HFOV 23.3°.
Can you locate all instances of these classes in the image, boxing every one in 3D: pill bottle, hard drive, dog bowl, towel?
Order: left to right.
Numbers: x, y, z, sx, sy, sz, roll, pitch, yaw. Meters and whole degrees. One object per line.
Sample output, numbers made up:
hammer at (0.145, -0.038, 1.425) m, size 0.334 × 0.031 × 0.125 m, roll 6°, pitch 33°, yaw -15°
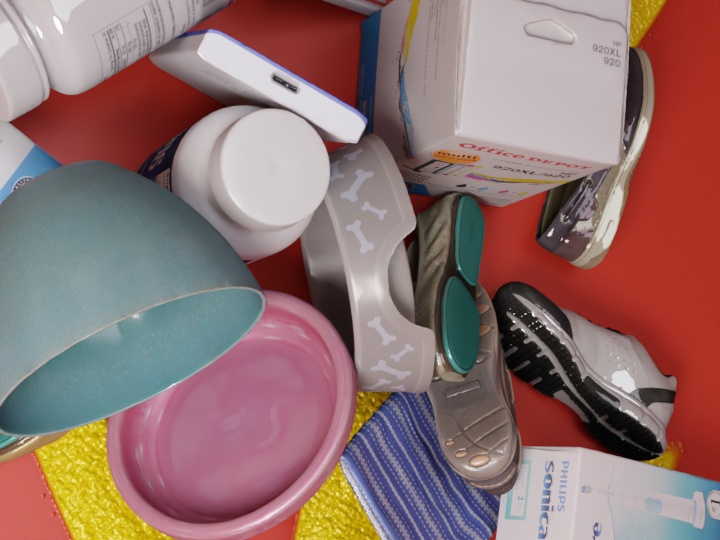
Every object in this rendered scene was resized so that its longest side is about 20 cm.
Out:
pill bottle at (-0.191, -0.196, 1.232) m, size 0.199 × 0.113 × 0.114 m, roll -34°, pitch 96°, yaw -21°
pill bottle at (-0.096, -0.059, 1.285) m, size 0.110 × 0.200 × 0.112 m, roll 3°, pitch 81°, yaw -23°
hard drive at (-0.081, -0.137, 1.303) m, size 0.131 × 0.200 × 0.025 m, roll 29°, pitch 87°, yaw -17°
dog bowl at (0.000, 0.000, 1.326) m, size 0.058 × 0.200 × 0.202 m, roll -11°, pitch 87°, yaw -12°
towel at (0.057, 0.163, 1.355) m, size 0.145 × 0.024 × 0.200 m, roll 59°, pitch 27°, yaw -5°

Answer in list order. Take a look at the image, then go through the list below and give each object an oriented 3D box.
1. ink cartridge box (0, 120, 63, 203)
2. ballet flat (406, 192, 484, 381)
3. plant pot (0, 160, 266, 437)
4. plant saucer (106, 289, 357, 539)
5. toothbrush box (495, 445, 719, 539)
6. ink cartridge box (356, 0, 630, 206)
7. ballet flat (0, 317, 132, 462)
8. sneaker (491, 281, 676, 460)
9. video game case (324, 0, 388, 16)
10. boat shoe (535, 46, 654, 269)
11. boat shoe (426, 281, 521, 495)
ink cartridge box at (-0.328, -0.065, 1.250) m, size 0.200 × 0.085 × 0.145 m, roll 40°, pitch 69°, yaw -15°
ballet flat at (0.062, 0.020, 1.380) m, size 0.068 × 0.062 × 0.201 m, roll 53°, pitch 31°, yaw -31°
plant pot at (-0.182, 0.006, 1.186) m, size 0.199 × 0.200 × 0.135 m, roll -21°, pitch 72°, yaw -24°
plant saucer at (-0.091, 0.112, 1.293) m, size 0.201 × 0.200 × 0.051 m, roll -61°, pitch 146°, yaw -18°
toothbrush box at (0.204, 0.229, 1.407) m, size 0.199 × 0.085 × 0.148 m, roll 16°, pitch 76°, yaw -41°
ink cartridge box at (0.100, -0.145, 1.382) m, size 0.146 × 0.200 × 0.146 m, roll 8°, pitch 79°, yaw -22°
ballet flat at (-0.203, 0.075, 1.296) m, size 0.200 × 0.068 × 0.063 m, roll -50°, pitch 137°, yaw -14°
sneaker at (0.188, 0.073, 1.470) m, size 0.200 × 0.074 × 0.080 m, roll 43°, pitch 54°, yaw -17°
video game case at (-0.026, -0.315, 1.410) m, size 0.143 × 0.017 × 0.202 m, roll 6°, pitch 78°, yaw -59°
boat shoe at (0.198, -0.104, 1.491) m, size 0.064 × 0.072 × 0.201 m, roll 19°, pitch 81°, yaw -25°
boat shoe at (0.085, 0.094, 1.393) m, size 0.074 × 0.074 × 0.201 m, roll -13°, pitch 49°, yaw 10°
